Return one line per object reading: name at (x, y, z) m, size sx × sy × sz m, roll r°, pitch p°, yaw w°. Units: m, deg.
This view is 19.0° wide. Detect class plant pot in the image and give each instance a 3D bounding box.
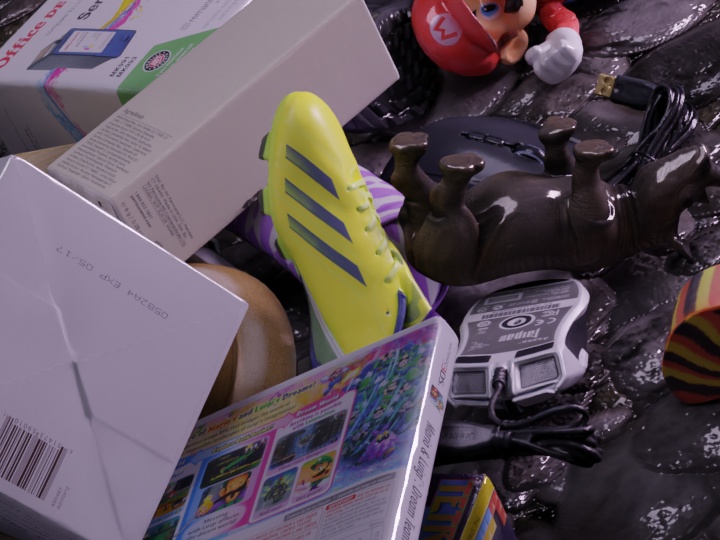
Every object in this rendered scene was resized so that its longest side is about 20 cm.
plant pot at (-0.126, 0.077, 1.207) m, size 0.200 × 0.027 × 0.200 m, roll -19°, pitch 50°, yaw 25°

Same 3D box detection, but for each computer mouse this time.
computer mouse at (0.104, -0.084, 1.314) m, size 0.200 × 0.046 × 0.140 m, roll 8°, pitch 48°, yaw 40°
computer mouse at (0.083, 0.058, 1.113) m, size 0.110 × 0.044 × 0.200 m, roll -10°, pitch 18°, yaw 19°

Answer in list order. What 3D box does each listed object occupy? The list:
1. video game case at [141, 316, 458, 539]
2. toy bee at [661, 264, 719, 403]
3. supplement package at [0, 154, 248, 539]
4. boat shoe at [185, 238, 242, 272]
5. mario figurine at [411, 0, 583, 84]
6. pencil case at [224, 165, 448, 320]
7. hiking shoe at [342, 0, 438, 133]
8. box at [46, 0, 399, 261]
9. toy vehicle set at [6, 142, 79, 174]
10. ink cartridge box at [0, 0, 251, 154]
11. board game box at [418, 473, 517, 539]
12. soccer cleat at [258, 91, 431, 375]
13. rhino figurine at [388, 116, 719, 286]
video game case at (-0.050, 0.118, 1.035) m, size 0.200 × 0.024 × 0.182 m, roll -25°, pitch 28°, yaw 27°
toy bee at (0.238, 0.003, 1.060) m, size 0.200 × 0.109 × 0.131 m, roll -20°, pitch 33°, yaw 8°
supplement package at (-0.193, 0.050, 1.113) m, size 0.200 × 0.152 × 0.151 m, roll -6°, pitch 55°, yaw 56°
boat shoe at (-0.115, 0.000, 1.327) m, size 0.200 × 0.072 × 0.068 m, roll 20°, pitch 29°, yaw 40°
mario figurine at (0.121, -0.200, 1.408) m, size 0.200 × 0.106 × 0.123 m, roll -34°, pitch 38°, yaw -16°
pencil case at (-0.024, -0.027, 1.286) m, size 0.084 × 0.086 × 0.200 m, roll -28°, pitch 32°, yaw -17°
hiking shoe at (-0.001, -0.144, 1.452) m, size 0.101 × 0.076 × 0.200 m, roll -15°, pitch 25°, yaw 28°
box at (-0.079, -0.087, 1.266) m, size 0.200 × 0.068 × 0.082 m, roll -40°, pitch 36°, yaw -18°
toy vehicle set at (-0.201, -0.056, 1.378) m, size 0.124 × 0.027 × 0.200 m, roll -13°, pitch 0°, yaw -31°
ink cartridge box at (-0.153, -0.142, 1.521) m, size 0.200 × 0.088 × 0.145 m, roll 7°, pitch 46°, yaw 41°
board game box at (-0.033, 0.186, 1.033) m, size 0.165 × 0.057 × 0.200 m, roll -1°, pitch 40°, yaw 28°
soccer cleat at (0.001, 0.000, 1.150) m, size 0.084 × 0.200 × 0.065 m, roll -6°, pitch 9°, yaw 32°
rhino figurine at (0.115, -0.036, 1.188) m, size 0.200 × 0.087 × 0.060 m, roll -5°, pitch 30°, yaw -10°
